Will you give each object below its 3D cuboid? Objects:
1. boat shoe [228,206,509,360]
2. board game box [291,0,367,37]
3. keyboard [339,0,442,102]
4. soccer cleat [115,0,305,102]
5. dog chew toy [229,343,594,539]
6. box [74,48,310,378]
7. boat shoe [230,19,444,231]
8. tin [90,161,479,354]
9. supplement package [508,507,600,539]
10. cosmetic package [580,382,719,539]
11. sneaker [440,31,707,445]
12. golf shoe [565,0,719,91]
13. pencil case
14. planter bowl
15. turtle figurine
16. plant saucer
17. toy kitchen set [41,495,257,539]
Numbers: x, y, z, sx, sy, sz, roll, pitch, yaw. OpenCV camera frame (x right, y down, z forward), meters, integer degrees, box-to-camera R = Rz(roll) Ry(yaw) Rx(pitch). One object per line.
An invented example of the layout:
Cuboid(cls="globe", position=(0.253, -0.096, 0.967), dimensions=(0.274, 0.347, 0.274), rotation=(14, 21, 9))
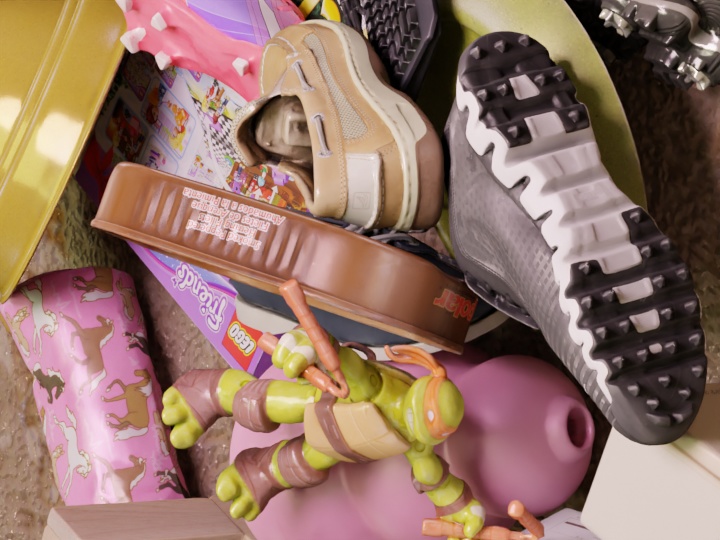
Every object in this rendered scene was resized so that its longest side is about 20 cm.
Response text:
Cuboid(cls="boat shoe", position=(0.000, 0.000, 1.487), dimensions=(0.200, 0.075, 0.062), rotation=(13, 118, 58))
Cuboid(cls="board game box", position=(-0.007, -0.171, 1.580), dimensions=(0.105, 0.023, 0.201), rotation=(-49, 55, 41))
Cuboid(cls="keyboard", position=(0.006, -0.150, 1.480), dimensions=(0.127, 0.020, 0.201), rotation=(110, 159, -47))
Cuboid(cls="soccer cleat", position=(-0.043, -0.114, 1.565), dimensions=(0.199, 0.076, 0.067), rotation=(32, 148, 30))
Cuboid(cls="dog chew toy", position=(0.030, 0.088, 1.474), dimensions=(0.199, 0.124, 0.126), rotation=(-12, 82, 41))
Cuboid(cls="box", position=(-0.075, -0.050, 1.649), dimensions=(0.200, 0.039, 0.137), rotation=(48, 124, 37))
Cuboid(cls="boat shoe", position=(-0.025, -0.072, 1.405), dimensions=(0.200, 0.076, 0.072), rotation=(-136, 42, -65))
Cuboid(cls="tin", position=(-0.035, -0.007, 1.393), dimensions=(0.199, 0.112, 0.042), rotation=(18, 83, 32))
Cuboid(cls="supplement package", position=(0.066, 0.204, 1.349), dimensions=(0.113, 0.199, 0.110), rotation=(15, 121, 49))
Cuboid(cls="cosmetic package", position=(0.200, 0.126, 1.282), dimensions=(0.200, 0.103, 0.074), rotation=(36, 117, 42))
Cuboid(cls="sneaker", position=(0.089, -0.002, 1.320), dimensions=(0.201, 0.066, 0.091), rotation=(64, 149, 22))
Cuboid(cls="golf shoe", position=(0.128, -0.144, 1.397), dimensions=(0.088, 0.077, 0.200), rotation=(-54, 34, -6))
Cuboid(cls="pencil case", position=(-0.146, 0.099, 1.707), dimensions=(0.087, 0.082, 0.201), rotation=(73, 180, -73))
Cuboid(cls="planter bowl", position=(-0.197, -0.090, 1.678), dimensions=(0.201, 0.083, 0.201), rotation=(-62, 10, 20))
Cuboid(cls="turtle figurine", position=(-0.013, 0.063, 1.370), dimensions=(0.161, 0.200, 0.065), rotation=(-10, 49, 40))
Cuboid(cls="plant saucer", position=(0.069, -0.054, 1.428), dimensions=(0.200, 0.031, 0.201), rotation=(48, 149, 41))
Cuboid(cls="toy kitchen set", position=(-0.054, 0.236, 1.524), dimensions=(0.200, 0.180, 0.164), rotation=(40, 121, 46))
